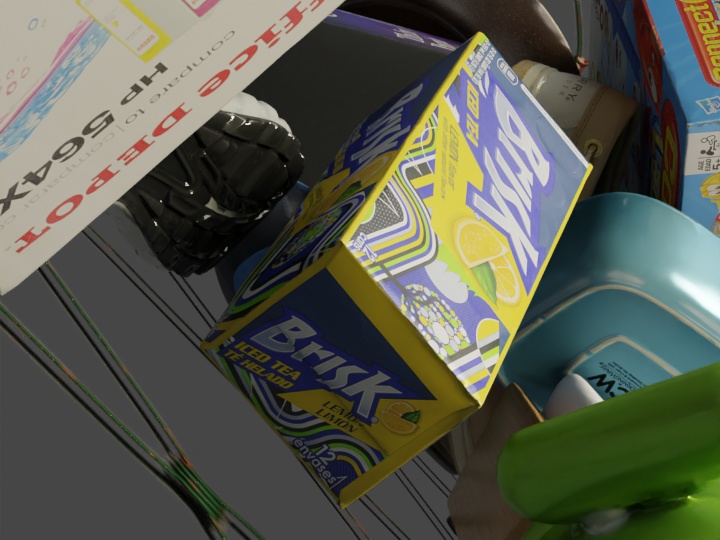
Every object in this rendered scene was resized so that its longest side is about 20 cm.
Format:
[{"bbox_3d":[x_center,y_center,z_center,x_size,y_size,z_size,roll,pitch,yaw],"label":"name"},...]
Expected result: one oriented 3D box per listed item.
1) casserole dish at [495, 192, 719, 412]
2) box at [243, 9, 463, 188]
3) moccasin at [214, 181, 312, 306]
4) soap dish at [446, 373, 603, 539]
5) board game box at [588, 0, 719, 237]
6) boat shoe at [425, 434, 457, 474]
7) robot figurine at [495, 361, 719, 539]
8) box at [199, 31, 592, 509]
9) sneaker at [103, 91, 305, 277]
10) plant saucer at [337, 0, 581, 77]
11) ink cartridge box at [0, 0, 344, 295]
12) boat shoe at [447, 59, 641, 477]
[{"bbox_3d":[0.132,0.048,1.037,0.200,0.121,0.039,37,42,-18],"label":"casserole dish"},{"bbox_3d":[-0.019,-0.075,1.088,0.141,0.079,0.200,11,7,-4],"label":"box"},{"bbox_3d":[0.000,0.000,0.958,0.068,0.080,0.200,64,7,21],"label":"moccasin"},{"bbox_3d":[0.117,0.141,0.968,0.200,0.081,0.157,49,3,-9],"label":"soap dish"},{"bbox_3d":[0.146,-0.044,1.123,0.196,0.056,0.200,-100,-174,-51],"label":"board game box"},{"bbox_3d":[0.067,0.070,1.226,0.072,0.068,0.200,51,3,27],"label":"boat shoe"},{"bbox_3d":[0.094,0.113,0.633,0.176,0.116,0.200,59,0,-13],"label":"robot figurine"},{"bbox_3d":[0.018,-0.007,0.838,0.070,0.064,0.200,49,26,-9],"label":"box"},{"bbox_3d":[-0.082,-0.060,0.747,0.079,0.074,0.200,41,-7,21],"label":"sneaker"},{"bbox_3d":[0.019,-0.063,1.236,0.200,0.200,0.032,50,32,11],"label":"plant saucer"},{"bbox_3d":[-0.081,-0.091,0.478,0.125,0.129,0.200,51,4,15],"label":"ink cartridge box"},{"bbox_3d":[0.083,0.012,1.093,0.069,0.200,0.074,13,22,21],"label":"boat shoe"}]
